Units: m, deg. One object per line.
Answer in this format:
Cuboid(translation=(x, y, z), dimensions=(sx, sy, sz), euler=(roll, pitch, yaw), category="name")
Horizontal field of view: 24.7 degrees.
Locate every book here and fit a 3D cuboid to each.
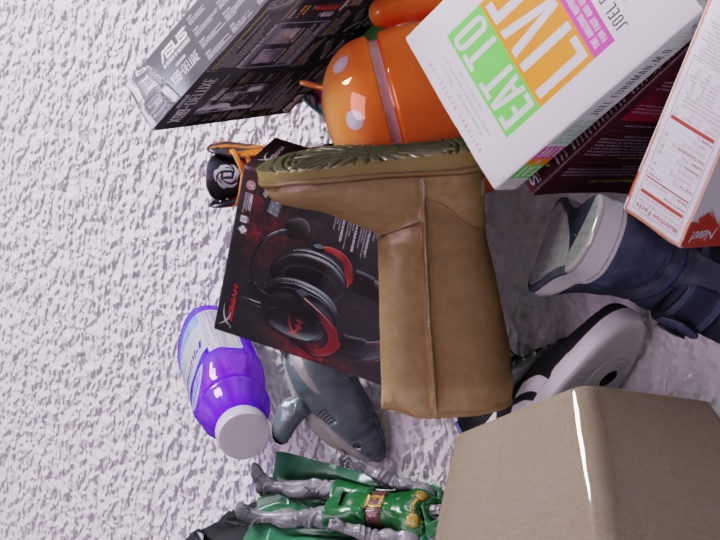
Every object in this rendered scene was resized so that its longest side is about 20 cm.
Cuboid(translation=(0.133, -0.163, 1.095), dimensions=(0.200, 0.048, 0.134), euler=(-42, 65, 37), category="book")

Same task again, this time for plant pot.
Cuboid(translation=(0.167, 0.185, 1.139), dimensions=(0.200, 0.200, 0.177), euler=(-28, 61, 47), category="plant pot")

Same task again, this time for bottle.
Cuboid(translation=(-0.124, 0.104, 1.509), dimensions=(0.200, 0.065, 0.084), euler=(-119, 39, -62), category="bottle")

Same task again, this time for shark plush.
Cuboid(translation=(-0.018, 0.069, 1.419), dimensions=(0.083, 0.091, 0.200), euler=(13, 111, 33), category="shark plush")

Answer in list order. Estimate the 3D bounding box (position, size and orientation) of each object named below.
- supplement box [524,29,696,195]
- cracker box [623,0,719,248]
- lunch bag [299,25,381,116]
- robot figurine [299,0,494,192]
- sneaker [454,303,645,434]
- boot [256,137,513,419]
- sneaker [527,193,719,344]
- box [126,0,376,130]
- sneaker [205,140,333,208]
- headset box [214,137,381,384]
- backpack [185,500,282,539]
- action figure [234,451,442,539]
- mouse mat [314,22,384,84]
Cuboid(translation=(0.201, -0.130, 1.132), dimensions=(0.200, 0.109, 0.061), euler=(-45, 60, 40), category="supplement box")
Cuboid(translation=(0.262, -0.114, 1.042), dimensions=(0.058, 0.134, 0.200), euler=(41, 122, 39), category="cracker box")
Cuboid(translation=(-0.009, -0.232, 1.397), dimensions=(0.160, 0.077, 0.200), euler=(47, 124, 36), category="lunch bag")
Cuboid(translation=(0.058, -0.132, 1.244), dimensions=(0.117, 0.200, 0.144), euler=(-98, -6, -64), category="robot figurine")
Cuboid(translation=(0.128, 0.074, 1.257), dimensions=(0.112, 0.073, 0.200), euler=(55, 131, 33), category="sneaker")
Cuboid(translation=(0.019, 0.010, 1.194), dimensions=(0.066, 0.175, 0.200), euler=(-74, -20, -73), category="boot")
Cuboid(translation=(0.202, 0.002, 1.155), dimensions=(0.202, 0.146, 0.077), euler=(-170, 99, -84), category="sneaker")
Cuboid(translation=(-0.066, -0.189, 1.277), dimensions=(0.200, 0.158, 0.050), euler=(-41, 72, 40), category="box")
Cuboid(translation=(-0.074, -0.072, 1.402), dimensions=(0.200, 0.112, 0.078), euler=(-163, 73, -77), category="sneaker")
Cuboid(translation=(0.000, 0.000, 1.287), dimensions=(0.200, 0.075, 0.149), euler=(19, 117, 10), category="headset box")
Cuboid(translation=(-0.080, 0.315, 1.449), dimensions=(0.200, 0.162, 0.168), euler=(34, 137, 41), category="backpack")
Cuboid(translation=(-0.006, 0.201, 1.396), dimensions=(0.200, 0.055, 0.118), euler=(1, 52, 23), category="action figure")
Cuboid(translation=(-0.010, -0.242, 1.328), dimensions=(0.161, 0.008, 0.200), euler=(20, 111, 38), category="mouse mat")
